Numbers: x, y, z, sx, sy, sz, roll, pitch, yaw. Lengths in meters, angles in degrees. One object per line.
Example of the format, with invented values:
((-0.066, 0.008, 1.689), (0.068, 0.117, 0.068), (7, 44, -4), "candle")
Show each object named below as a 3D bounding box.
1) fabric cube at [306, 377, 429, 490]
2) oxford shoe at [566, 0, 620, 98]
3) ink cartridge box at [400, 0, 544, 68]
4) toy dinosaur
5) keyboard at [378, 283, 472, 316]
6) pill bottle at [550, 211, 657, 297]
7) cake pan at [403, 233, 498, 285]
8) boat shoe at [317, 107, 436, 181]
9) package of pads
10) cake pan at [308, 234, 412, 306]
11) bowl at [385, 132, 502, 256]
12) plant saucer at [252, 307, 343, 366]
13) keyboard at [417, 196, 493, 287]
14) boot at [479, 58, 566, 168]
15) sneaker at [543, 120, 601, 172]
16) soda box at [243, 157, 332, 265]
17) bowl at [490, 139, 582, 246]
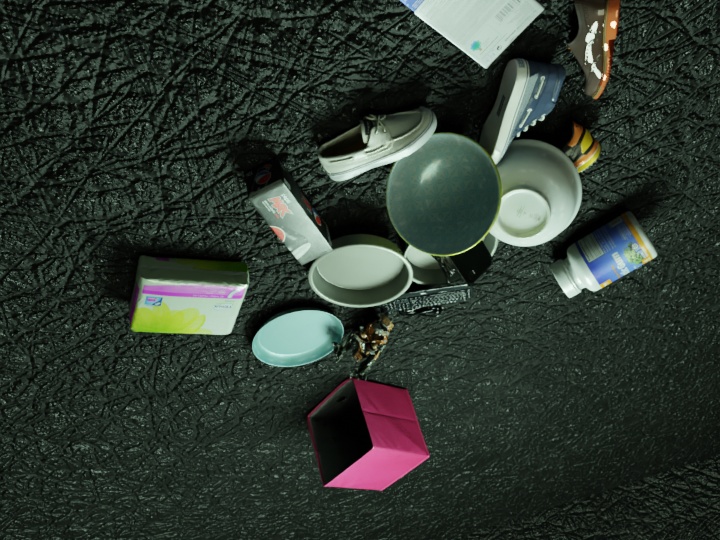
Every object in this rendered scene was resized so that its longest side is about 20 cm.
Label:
((0.016, 0.410, 1.773), (0.198, 0.202, 0.196), (18, 130, -39), "fabric cube")
((0.357, -0.350, 1.105), (0.072, 0.072, 0.201), (7, 148, 16), "oxford shoe")
((0.153, -0.379, 0.994), (0.199, 0.042, 0.119), (19, 129, -41), "ink cartridge box")
((0.018, 0.167, 1.558), (0.136, 0.102, 0.201), (-41, 150, -27), "toy dinosaur")
((0.138, 0.072, 1.488), (0.197, 0.040, 0.104), (-8, 158, 9), "keyboard")
((0.508, -0.027, 1.502), (0.199, 0.113, 0.112), (-34, 139, 19), "pill bottle")
((0.173, -0.047, 1.406), (0.198, 0.037, 0.201), (-11, 141, -9), "cake pan")
((0.023, -0.212, 1.128), (0.198, 0.072, 0.070), (-21, 145, 15), "boat shoe")
((-0.317, 0.051, 1.310), (0.198, 0.069, 0.155), (4, 137, -25), "package of pads")
((0.000, 0.000, 1.355), (0.197, 0.037, 0.201), (-1, 143, -1), "cake pan")
((0.153, -0.130, 1.213), (0.199, 0.201, 0.107), (-36, 172, 22), "bowl")
((-0.135, 0.138, 1.522), (0.197, 0.028, 0.201), (-11, 141, -9), "plant saucer")
((0.161, -0.060, 1.321), (0.104, 0.040, 0.201), (-41, 111, -15), "keyboard")
((0.263, -0.248, 1.167), (0.089, 0.073, 0.201), (1, 138, -14), "boot")
((0.328, -0.190, 1.283), (0.199, 0.070, 0.090), (-37, 119, 27), "sneaker")
((-0.120, -0.096, 1.213), (0.070, 0.064, 0.200), (-25, 141, 9), "soda box")
((0.285, -0.118, 1.246), (0.198, 0.091, 0.203), (9, 123, 13), "bowl")
